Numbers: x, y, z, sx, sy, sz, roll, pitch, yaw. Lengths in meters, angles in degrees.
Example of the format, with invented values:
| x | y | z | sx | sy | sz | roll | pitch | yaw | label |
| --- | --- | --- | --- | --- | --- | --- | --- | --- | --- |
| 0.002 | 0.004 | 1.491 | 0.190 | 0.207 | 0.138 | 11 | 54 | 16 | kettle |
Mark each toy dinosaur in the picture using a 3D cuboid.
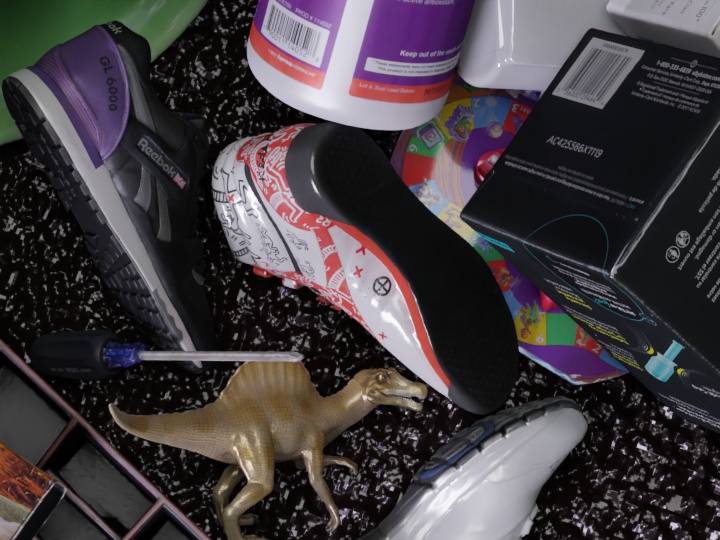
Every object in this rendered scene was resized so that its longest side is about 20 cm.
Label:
| x | y | z | sx | sy | sz | roll | pitch | yaw | label |
| --- | --- | --- | --- | --- | --- | --- | --- | --- | --- |
| -0.060 | 0.094 | 1.459 | 0.199 | 0.058 | 0.102 | -6 | 104 | -33 | toy dinosaur |

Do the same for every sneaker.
| x | y | z | sx | sy | sz | roll | pitch | yaw | label |
| --- | --- | --- | --- | --- | --- | --- | --- | --- | --- |
| -0.108 | -0.040 | 1.465 | 0.087 | 0.076 | 0.200 | -34 | 116 | -17 | sneaker |
| 0.053 | 0.150 | 1.474 | 0.200 | 0.075 | 0.087 | -45 | 95 | -2 | sneaker |
| 0.000 | -0.001 | 1.496 | 0.202 | 0.108 | 0.067 | 51 | 57 | -27 | sneaker |

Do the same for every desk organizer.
| x | y | z | sx | sy | sz | roll | pitch | yaw | label |
| --- | --- | --- | --- | --- | --- | --- | --- | --- | --- |
| -0.148 | 0.128 | 1.461 | 0.200 | 0.077 | 0.072 | 43 | 81 | 6 | desk organizer |

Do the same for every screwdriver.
| x | y | z | sx | sy | sz | roll | pitch | yaw | label |
| --- | --- | --- | --- | --- | --- | --- | --- | --- | --- |
| -0.105 | 0.041 | 1.442 | 0.028 | 0.200 | 0.029 | -22 | 101 | -47 | screwdriver |

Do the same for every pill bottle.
| x | y | z | sx | sy | sz | roll | pitch | yaw | label |
| --- | --- | --- | --- | --- | --- | --- | --- | --- | --- |
| 0.014 | -0.182 | 1.415 | 0.112 | 0.113 | 0.201 | 17 | 113 | 2 | pill bottle |

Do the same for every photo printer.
| x | y | z | sx | sy | sz | roll | pitch | yaw | label |
| --- | --- | --- | --- | --- | --- | --- | --- | --- | --- |
| 0.146 | -0.179 | 1.497 | 0.199 | 0.069 | 0.167 | 1 | 85 | -29 | photo printer |

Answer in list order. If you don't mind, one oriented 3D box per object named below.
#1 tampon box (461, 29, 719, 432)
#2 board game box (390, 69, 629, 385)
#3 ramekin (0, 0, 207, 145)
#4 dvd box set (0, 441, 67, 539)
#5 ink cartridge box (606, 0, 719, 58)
| x | y | z | sx | sy | sz | roll | pitch | yaw | label |
| --- | --- | --- | --- | --- | --- | --- | --- | --- | --- |
| 0.184 | -0.008 | 1.408 | 0.200 | 0.150 | 0.126 | 40 | 81 | -32 | tampon box |
| 0.111 | -0.035 | 1.516 | 0.200 | 0.039 | 0.158 | 31 | 80 | 5 | board game box |
| -0.182 | -0.163 | 1.459 | 0.200 | 0.200 | 0.098 | -32 | 74 | -7 | ramekin |
| -0.275 | 0.117 | 1.420 | 0.200 | 0.029 | 0.147 | 33 | 79 | 15 | dvd box set |
| 0.245 | -0.080 | 1.417 | 0.200 | 0.176 | 0.045 | 42 | 80 | -33 | ink cartridge box |
